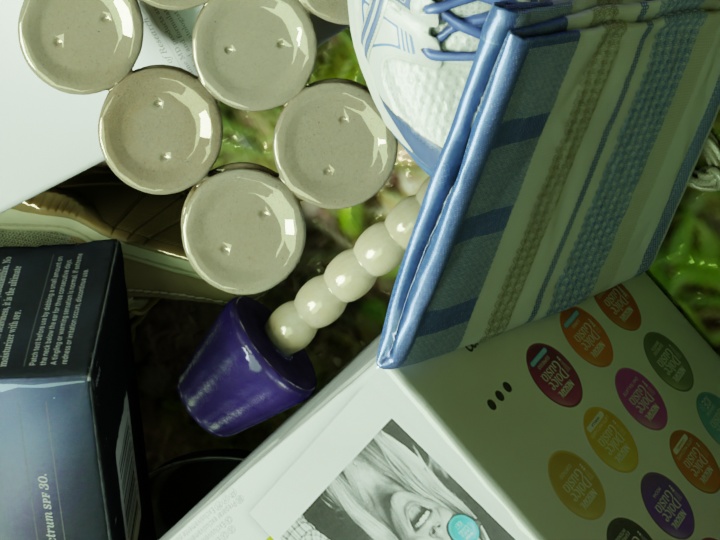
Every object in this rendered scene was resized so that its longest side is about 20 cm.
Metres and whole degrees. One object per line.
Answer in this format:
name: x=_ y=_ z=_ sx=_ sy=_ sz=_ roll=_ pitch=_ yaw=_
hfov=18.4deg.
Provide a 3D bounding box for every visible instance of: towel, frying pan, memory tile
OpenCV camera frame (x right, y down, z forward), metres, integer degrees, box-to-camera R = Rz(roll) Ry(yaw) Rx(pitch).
towel: x=0.083 y=-0.045 z=0.851 sx=0.024 sy=0.199 sz=0.148 roll=32 pitch=118 yaw=26
frying pan: x=-0.100 y=0.124 z=1.098 sx=0.188 sy=0.031 sz=0.116 roll=5 pitch=132 yaw=2
memory tile: x=-0.023 y=-0.104 z=0.867 sx=0.200 sy=0.017 sz=0.154 roll=-40 pitch=97 yaw=5

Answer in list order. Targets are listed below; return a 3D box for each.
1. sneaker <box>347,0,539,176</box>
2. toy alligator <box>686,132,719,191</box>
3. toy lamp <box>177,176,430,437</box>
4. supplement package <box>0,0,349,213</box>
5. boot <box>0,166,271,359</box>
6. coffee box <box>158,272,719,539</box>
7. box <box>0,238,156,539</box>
sneaker: x=0.030 y=-0.126 z=0.812 sx=0.074 sy=0.088 sz=0.202 roll=-8 pitch=100 yaw=-1
toy alligator: x=0.207 y=-0.004 z=0.898 sx=0.199 sy=0.054 sz=0.060 roll=24 pitch=121 yaw=17
toy lamp: x=0.000 y=0.000 z=0.974 sx=0.200 sy=0.058 sz=0.058 roll=-41 pitch=90 yaw=18
supplement package: x=-0.107 y=-0.120 z=0.972 sx=0.199 sy=0.121 sz=0.120 roll=-24 pitch=100 yaw=33
boot: x=-0.120 y=0.032 z=1.080 sx=0.198 sy=0.072 sz=0.156 roll=10 pitch=116 yaw=29
coffee box: x=0.053 y=0.122 z=0.949 sx=0.198 sy=0.200 sz=0.200 roll=48 pitch=124 yaw=1
box: x=-0.199 y=0.104 z=0.992 sx=0.196 sy=0.124 sz=0.202 roll=-3 pitch=120 yaw=3
